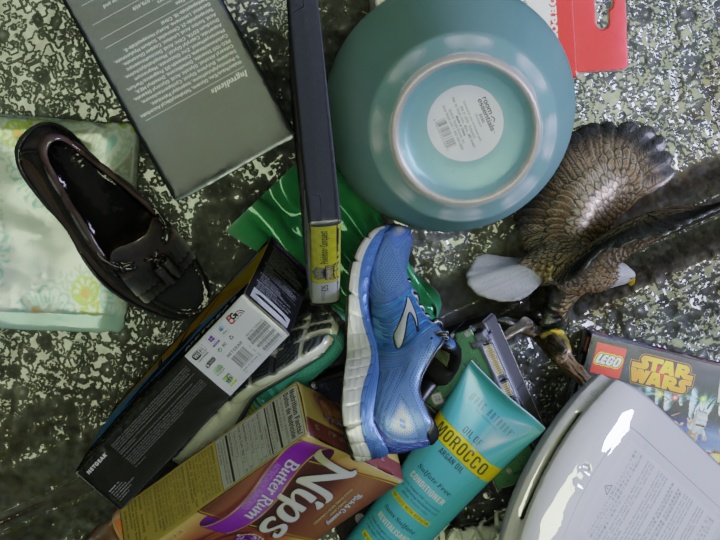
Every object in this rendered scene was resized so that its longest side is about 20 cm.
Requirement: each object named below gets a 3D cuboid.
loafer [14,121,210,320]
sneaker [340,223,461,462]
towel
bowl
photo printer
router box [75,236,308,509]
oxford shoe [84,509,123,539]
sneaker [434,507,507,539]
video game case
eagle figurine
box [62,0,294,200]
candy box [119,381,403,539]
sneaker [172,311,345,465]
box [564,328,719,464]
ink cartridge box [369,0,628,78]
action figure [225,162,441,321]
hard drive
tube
[{"bbox_3d":[-0.190,-0.033,1.480,0.072,0.063,0.200,-46,107,-12],"label":"loafer"},{"bbox_3d":[0.034,0.054,1.454,0.089,0.079,0.201,-1,60,5],"label":"sneaker"},{"bbox_3d":[-0.282,-0.040,1.522,0.199,0.048,0.172,4,97,-5],"label":"towel"},{"bbox_3d":[0.074,-0.115,1.449,0.200,0.105,0.202,-1,106,-4],"label":"bowl"},{"bbox_3d":[0.199,0.185,1.476,0.200,0.069,0.167,40,77,-40],"label":"photo printer"},{"bbox_3d":[-0.127,0.078,1.473,0.051,0.149,0.200,42,106,-7],"label":"router box"},{"bbox_3d":[-0.153,0.286,1.562,0.073,0.071,0.200,-38,90,10],"label":"oxford shoe"},{"bbox_3d":[0.094,0.224,1.552,0.115,0.076,0.201,37,108,-6],"label":"sneaker"},{"bbox_3d":[-0.036,-0.096,1.426,0.025,0.181,0.201,-5,71,-3],"label":"video game case"},{"bbox_3d":[0.192,-0.022,1.524,0.152,0.151,0.200,34,104,8],"label":"eagle figurine"},{"bbox_3d":[-0.144,-0.169,1.467,0.107,0.148,0.200,-29,97,0],"label":"box"},{"bbox_3d":[-0.079,0.177,1.495,0.200,0.057,0.117,-35,137,24],"label":"candy box"},{"bbox_3d":[-0.070,0.106,1.520,0.080,0.078,0.200,35,125,-12],"label":"sneaker"},{"bbox_3d":[0.267,0.139,1.586,0.199,0.040,0.137,13,94,-5],"label":"box"},{"bbox_3d":[0.109,-0.208,1.522,0.199,0.067,0.117,-4,97,-4],"label":"ink cartridge box"},{"bbox_3d":[0.000,0.000,1.544,0.118,0.055,0.200,-43,94,-1],"label":"action figure"},{"bbox_3d":[0.045,0.128,1.526,0.200,0.038,0.140,-21,98,29],"label":"hard drive"},{"bbox_3d":[0.059,0.166,1.489,0.077,0.050,0.200,41,114,8],"label":"tube"}]
